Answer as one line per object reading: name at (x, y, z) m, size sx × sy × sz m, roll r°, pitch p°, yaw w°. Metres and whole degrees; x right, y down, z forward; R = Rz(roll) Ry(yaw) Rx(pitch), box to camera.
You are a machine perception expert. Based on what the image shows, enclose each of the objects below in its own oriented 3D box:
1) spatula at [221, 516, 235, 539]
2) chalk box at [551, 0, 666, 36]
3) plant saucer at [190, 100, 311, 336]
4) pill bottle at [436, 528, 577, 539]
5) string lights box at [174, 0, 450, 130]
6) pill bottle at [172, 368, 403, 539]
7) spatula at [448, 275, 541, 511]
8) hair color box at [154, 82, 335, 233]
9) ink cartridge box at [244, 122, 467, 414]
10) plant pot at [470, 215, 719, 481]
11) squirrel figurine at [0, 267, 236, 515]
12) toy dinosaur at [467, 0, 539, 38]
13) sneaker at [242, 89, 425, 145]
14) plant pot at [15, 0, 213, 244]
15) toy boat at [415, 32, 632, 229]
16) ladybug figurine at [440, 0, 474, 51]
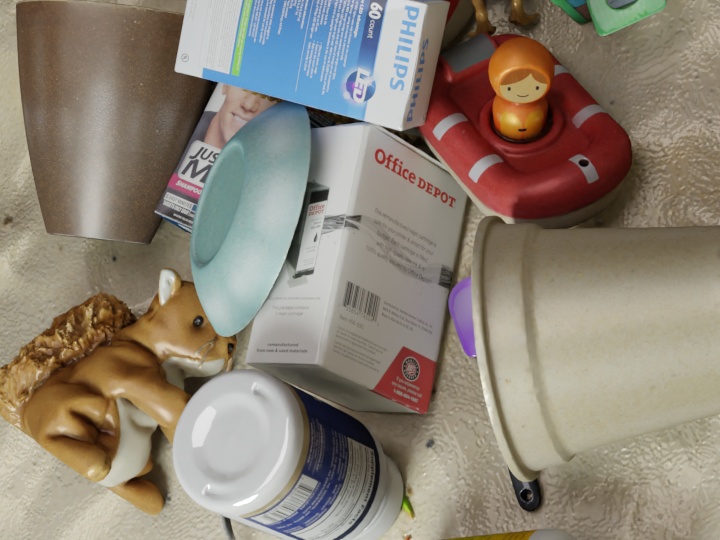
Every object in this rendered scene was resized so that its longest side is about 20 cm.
spatula at (-0.108, 0.195, 1.748) m, size 0.020 × 0.057 × 0.201 m, roll -4°, pitch 67°, yaw 25°
chalk box at (0.192, -0.289, 1.700) m, size 0.125 × 0.124 × 0.201 m, roll -23°, pitch 62°, yaw 23°
plant saucer at (-0.098, -0.048, 1.699) m, size 0.201 × 0.039 × 0.201 m, roll -50°, pitch 32°, yaw 47°
pill bottle at (0.107, 0.247, 1.566) m, size 0.199 × 0.104 × 0.105 m, roll -10°, pitch 67°, yaw 28°
string lights box at (-0.040, -0.185, 1.672) m, size 0.199 × 0.059 × 0.103 m, roll 16°, pitch 104°, yaw 17°
pill bottle at (-0.048, 0.153, 1.635) m, size 0.111 × 0.200 × 0.111 m, roll -11°, pitch 67°, yaw 27°
spatula at (0.112, 0.096, 1.669) m, size 0.056 × 0.021 × 0.201 m, roll -21°, pitch 63°, yaw 21°
hair color box at (-0.088, -0.116, 1.844) m, size 0.100 × 0.060 × 0.200 m, roll 23°, pitch 84°, yaw 34°
ink cartridge box at (0.000, 0.000, 1.693) m, size 0.083 × 0.147 × 0.201 m, roll -1°, pitch 71°, yaw 40°
plant pot at (0.195, 0.044, 1.550) m, size 0.183 × 0.200 × 0.201 m, roll -9°, pitch 67°, yaw 17°
squirrel figurine at (-0.205, 0.080, 1.800) m, size 0.200 × 0.142 × 0.187 m, roll 29°, pitch 82°, yaw 33°
toy dinosaur at (0.105, -0.243, 1.731) m, size 0.060 × 0.107 × 0.200 m, roll -9°, pitch 25°, yaw 13°
sneaker at (-0.011, -0.169, 1.763) m, size 0.199 × 0.075 × 0.090 m, roll 19°, pitch 87°, yaw -4°
plant pot at (-0.223, -0.127, 1.872) m, size 0.186 × 0.187 × 0.201 m, roll 6°, pitch 89°, yaw 32°
toy boat at (0.127, -0.128, 1.659) m, size 0.130 × 0.131 × 0.200 m, roll -28°, pitch 55°, yaw -16°
ladybug figurine at (0.044, -0.274, 1.815) m, size 0.135 × 0.072 × 0.201 m, roll -5°, pitch 70°, yaw 29°
